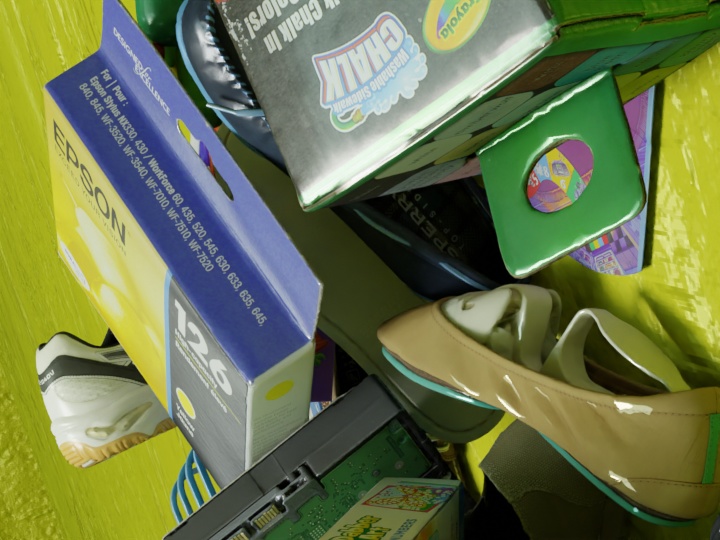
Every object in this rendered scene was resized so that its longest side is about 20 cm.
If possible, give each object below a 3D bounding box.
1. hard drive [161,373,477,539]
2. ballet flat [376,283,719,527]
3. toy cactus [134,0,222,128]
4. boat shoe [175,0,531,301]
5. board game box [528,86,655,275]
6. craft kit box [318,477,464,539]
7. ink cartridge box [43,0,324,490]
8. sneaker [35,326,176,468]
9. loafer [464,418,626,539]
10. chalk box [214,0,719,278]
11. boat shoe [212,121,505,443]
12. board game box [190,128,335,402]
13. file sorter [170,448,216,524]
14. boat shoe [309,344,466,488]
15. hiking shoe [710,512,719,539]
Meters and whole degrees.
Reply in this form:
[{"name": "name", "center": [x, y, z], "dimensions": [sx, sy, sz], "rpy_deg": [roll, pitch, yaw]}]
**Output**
[{"name": "hard drive", "center": [0.002, 0.156, 0.891], "dimensions": [0.038, 0.140, 0.200], "rpy_deg": [48, 176, 47]}, {"name": "ballet flat", "center": [0.082, 0.039, 0.755], "dimensions": [0.200, 0.069, 0.063], "rpy_deg": [29, 112, 47]}, {"name": "toy cactus", "center": [-0.115, -0.170, 0.906], "dimensions": [0.165, 0.102, 0.200], "rpy_deg": [52, -149, -66]}, {"name": "boat shoe", "center": [0.009, -0.062, 0.792], "dimensions": [0.200, 0.084, 0.069], "rpy_deg": [38, 165, -25]}, {"name": "board game box", "center": [0.057, -0.087, 0.721], "dimensions": [0.158, 0.039, 0.200], "rpy_deg": [51, 155, 42]}, {"name": "craft kit box", "center": [0.004, 0.206, 0.748], "dimensions": [0.198, 0.048, 0.200], "rpy_deg": [-29, -60, -75]}, {"name": "ink cartridge box", "center": [-0.090, -0.002, 0.867], "dimensions": [0.198, 0.047, 0.200], "rpy_deg": [53, 159, 26]}, {"name": "sneaker", "center": [-0.104, 0.044, 1.085], "dimensions": [0.076, 0.200, 0.088], "rpy_deg": [-29, 85, 51]}, {"name": "loafer", "center": [0.083, 0.134, 0.851], "dimensions": [0.076, 0.067, 0.200], "rpy_deg": [51, 154, 45]}, {"name": "chalk box", "center": [0.037, -0.100, 0.579], "dimensions": [0.125, 0.124, 0.200], "rpy_deg": [-31, 80, 44]}, {"name": "boat shoe", "center": [0.000, 0.000, 0.892], "dimensions": [0.200, 0.075, 0.062], "rpy_deg": [45, 179, -6]}, {"name": "board game box", "center": [-0.054, -0.040, 0.982], "dimensions": [0.134, 0.045, 0.200], "rpy_deg": [-159, 70, -66]}, {"name": "file sorter", "center": [-0.036, 0.146, 1.116], "dimensions": [0.139, 0.123, 0.200], "rpy_deg": [65, 162, 13]}, {"name": "boat shoe", "center": [0.013, 0.087, 0.995], "dimensions": [0.200, 0.072, 0.072], "rpy_deg": [61, 154, 12]}, {"name": "hiking shoe", "center": [0.165, 0.085, 0.510], "dimensions": [0.076, 0.101, 0.200], "rpy_deg": [67, 162, 2]}]
